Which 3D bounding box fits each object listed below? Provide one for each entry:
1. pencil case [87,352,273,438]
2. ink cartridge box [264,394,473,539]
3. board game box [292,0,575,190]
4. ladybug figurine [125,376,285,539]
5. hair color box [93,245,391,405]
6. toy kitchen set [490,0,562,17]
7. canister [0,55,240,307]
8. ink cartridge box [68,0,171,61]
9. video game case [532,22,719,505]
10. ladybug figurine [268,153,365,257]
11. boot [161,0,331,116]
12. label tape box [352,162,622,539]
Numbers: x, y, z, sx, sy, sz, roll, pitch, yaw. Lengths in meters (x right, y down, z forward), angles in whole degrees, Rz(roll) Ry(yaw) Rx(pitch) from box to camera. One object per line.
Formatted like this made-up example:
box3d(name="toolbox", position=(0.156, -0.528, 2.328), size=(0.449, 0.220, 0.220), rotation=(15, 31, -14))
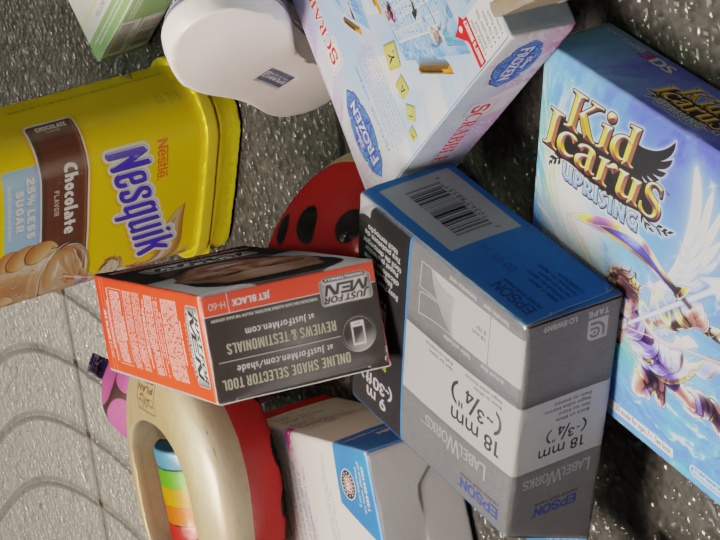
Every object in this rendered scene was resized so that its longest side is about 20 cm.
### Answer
box3d(name="pencil case", position=(-0.120, 0.067, 1.523), size=(0.200, 0.091, 0.094), rotation=(-24, 50, 60))
box3d(name="ink cartridge box", position=(-0.011, 0.148, 1.389), size=(0.200, 0.067, 0.116), rotation=(8, 112, 59))
box3d(name="board game box", position=(0.021, -0.163, 1.114), size=(0.200, 0.041, 0.200), rotation=(70, 154, 15))
box3d(name="ladybug figurine", position=(-0.097, 0.135, 1.386), size=(0.136, 0.072, 0.200), rotation=(22, 124, 56))
box3d(name="hair color box", position=(-0.070, 0.026, 1.180), size=(0.200, 0.101, 0.061), rotation=(-172, 71, -66))
box3d(name="toy kitchen set", position=(0.106, -0.210, 0.872), size=(0.200, 0.163, 0.181), rotation=(-13, 95, 61))
box3d(name="canister", position=(-0.191, -0.056, 1.445), size=(0.087, 0.200, 0.149), rotation=(49, 144, 37))
box3d(name="ink cartridge box", position=(-0.186, -0.266, 1.476), size=(0.200, 0.048, 0.146), rotation=(62, 151, 11))
box3d(name="video game case", position=(0.157, 0.003, 1.033), size=(0.200, 0.045, 0.182), rotation=(40, 138, 44))
box3d(name="ladybug figurine", position=(0.000, 0.000, 1.262), size=(0.200, 0.072, 0.136), rotation=(-30, 80, 61))
box3d(name="boot", position=(-0.074, -0.152, 1.230), size=(0.090, 0.073, 0.200), rotation=(66, -169, 15))
box3d(name="label tape box", position=(0.060, 0.066, 1.127), size=(0.144, 0.063, 0.200), rotation=(40, 139, 43))
